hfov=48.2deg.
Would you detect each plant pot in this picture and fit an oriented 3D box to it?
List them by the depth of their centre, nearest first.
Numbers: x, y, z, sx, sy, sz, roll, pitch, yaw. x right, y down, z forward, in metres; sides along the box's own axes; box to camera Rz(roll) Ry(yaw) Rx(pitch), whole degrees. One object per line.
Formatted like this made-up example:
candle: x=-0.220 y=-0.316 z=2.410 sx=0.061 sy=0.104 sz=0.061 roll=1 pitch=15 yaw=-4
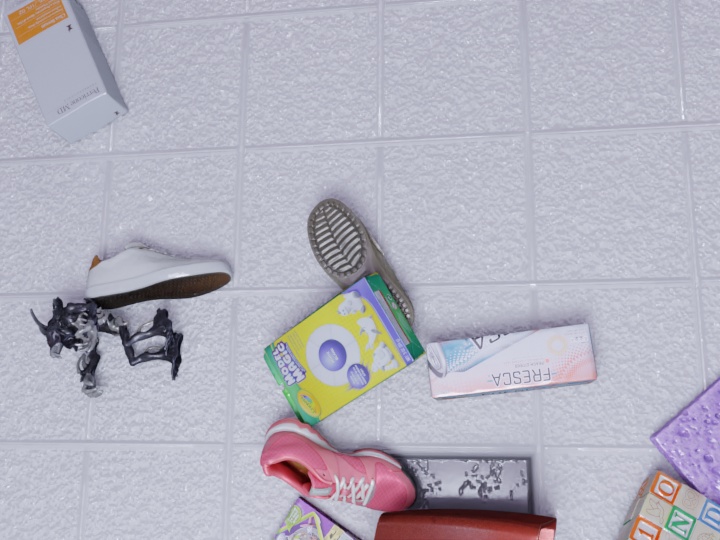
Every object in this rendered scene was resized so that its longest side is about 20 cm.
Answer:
plant pot: x=0.103 y=0.353 z=0.878 sx=0.174 sy=0.200 sz=0.203 roll=9 pitch=79 yaw=20

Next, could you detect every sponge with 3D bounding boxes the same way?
sponge: x=0.448 y=0.175 z=0.934 sx=0.199 sy=0.030 sz=0.112 roll=-40 pitch=75 yaw=-1

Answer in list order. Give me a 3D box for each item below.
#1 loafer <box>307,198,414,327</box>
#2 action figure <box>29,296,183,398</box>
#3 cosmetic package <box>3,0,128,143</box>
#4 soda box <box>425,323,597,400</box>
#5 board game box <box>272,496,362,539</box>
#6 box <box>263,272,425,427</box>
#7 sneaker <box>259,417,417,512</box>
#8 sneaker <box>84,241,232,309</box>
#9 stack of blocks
loafer: x=0.000 y=0.000 z=1.026 sx=0.075 sy=0.068 sz=0.201 roll=-33 pitch=78 yaw=5
action figure: x=-0.337 y=0.094 z=1.041 sx=0.197 sy=0.120 sz=0.103 roll=4 pitch=46 yaw=2
cosmetic package: x=-0.426 y=-0.300 z=1.163 sx=0.100 sy=0.071 sz=0.202 roll=-28 pitch=75 yaw=2
soda box: x=0.181 y=0.112 z=0.976 sx=0.197 sy=0.064 sz=0.070 roll=-8 pitch=77 yaw=7
board game box: x=-0.079 y=0.396 z=0.977 sx=0.119 sy=0.032 sz=0.201 roll=32 pitch=84 yaw=10
box: x=-0.032 y=0.105 z=0.986 sx=0.199 sy=0.048 sz=0.118 roll=-36 pitch=81 yaw=26
sneaker: x=-0.031 y=0.250 z=0.953 sx=0.197 sy=0.087 sz=0.075 roll=20 pitch=110 yaw=4
sneaker: x=-0.270 y=-0.007 z=1.073 sx=0.197 sy=0.073 sz=0.086 roll=-7 pitch=64 yaw=1
stack of blocks: x=0.329 y=0.339 z=0.873 sx=0.114 sy=0.059 sz=0.201 roll=28 pitch=65 yaw=13
